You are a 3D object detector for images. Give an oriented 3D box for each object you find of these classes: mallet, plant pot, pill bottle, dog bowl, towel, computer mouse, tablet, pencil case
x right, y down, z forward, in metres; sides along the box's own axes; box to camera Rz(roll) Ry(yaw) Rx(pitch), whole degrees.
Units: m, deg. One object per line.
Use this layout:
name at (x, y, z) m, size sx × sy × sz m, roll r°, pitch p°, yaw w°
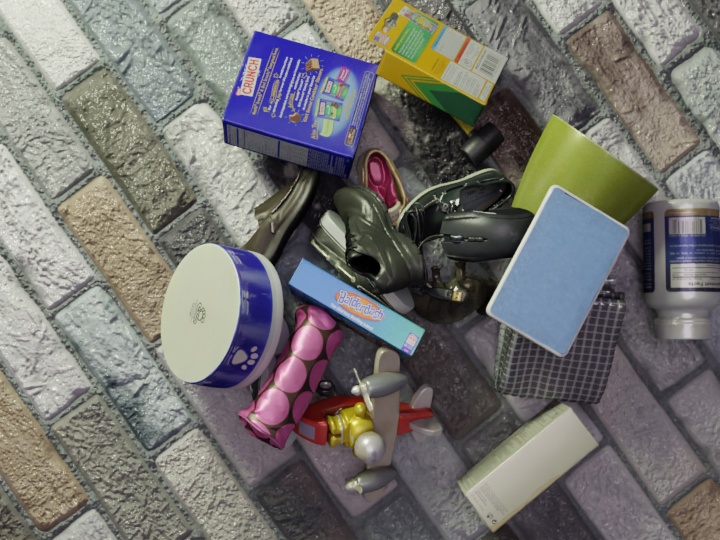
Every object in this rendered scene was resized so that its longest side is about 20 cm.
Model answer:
mallet at (0.144, -0.259, 1.373) m, size 0.065 × 0.041 × 0.201 m, roll -33°, pitch 84°, yaw 0°
plant pot at (0.300, -0.091, 1.308) m, size 0.186 × 0.187 × 0.201 m, roll 34°, pitch 104°, yaw 1°
pill bottle at (0.477, 0.000, 1.324) m, size 0.109 × 0.111 × 0.204 m, roll 0°, pitch 87°, yaw 0°
dog bowl at (-0.201, 0.066, 1.274) m, size 0.078 × 0.199 × 0.203 m, roll 13°, pitch 87°, yaw -43°
towel at (0.285, 0.099, 1.291) m, size 0.163 × 0.086 × 0.202 m, roll 6°, pitch 123°, yaw 2°
computer mouse at (0.154, -0.020, 1.263) m, size 0.197 × 0.046 × 0.143 m, roll 4°, pitch 104°, yaw 11°
tablet at (0.269, 0.001, 1.210) m, size 0.129 × 0.014 × 0.202 m, roll 29°, pitch 87°, yaw -4°
pencil case at (-0.101, 0.151, 1.268) m, size 0.091 × 0.093 × 0.201 m, roll 49°, pitch 60°, yaw -36°

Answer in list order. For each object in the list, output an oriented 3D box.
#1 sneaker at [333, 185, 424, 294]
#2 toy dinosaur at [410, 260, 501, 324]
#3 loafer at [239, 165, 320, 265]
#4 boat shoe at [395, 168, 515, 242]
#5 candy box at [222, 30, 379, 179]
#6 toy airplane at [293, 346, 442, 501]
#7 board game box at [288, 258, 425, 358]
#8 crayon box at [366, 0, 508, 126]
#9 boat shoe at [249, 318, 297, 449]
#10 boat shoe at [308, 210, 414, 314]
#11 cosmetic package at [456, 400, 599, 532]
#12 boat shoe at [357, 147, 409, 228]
sneaker at (0.008, -0.046, 1.271) m, size 0.090 × 0.077 × 0.201 m, roll -22°, pitch 53°, yaw -23°
toy dinosaur at (0.135, 0.038, 1.335) m, size 0.197 × 0.077 × 0.104 m, roll -17°, pitch 94°, yaw 2°
loafer at (-0.128, -0.083, 1.342) m, size 0.071 × 0.073 × 0.202 m, roll 31°, pitch 87°, yaw 2°
boat shoe at (0.146, -0.090, 1.321) m, size 0.197 × 0.066 × 0.075 m, roll -23°, pitch 115°, yaw -20°
candy box at (-0.088, -0.247, 1.324) m, size 0.197 × 0.077 × 0.171 m, roll 17°, pitch 66°, yaw -1°
toy airplane at (0.024, 0.230, 1.293) m, size 0.198 × 0.142 × 0.200 m, roll -37°, pitch 111°, yaw 14°
board game box at (-0.008, 0.060, 1.297) m, size 0.198 × 0.152 × 0.045 m, roll 31°, pitch 82°, yaw 0°
crayon box at (0.110, -0.314, 1.336) m, size 0.198 × 0.052 × 0.126 m, roll 29°, pitch 51°, yaw 0°
boat shoe at (-0.138, 0.165, 1.337) m, size 0.071 × 0.067 × 0.203 m, roll -10°, pitch 91°, yaw -38°
boat shoe at (0.000, 0.000, 1.335) m, size 0.200 × 0.070 × 0.064 m, roll 48°, pitch 110°, yaw 19°
cosmetic package at (0.243, 0.285, 1.314) m, size 0.199 × 0.104 × 0.073 m, roll -38°, pitch 89°, yaw -1°
boat shoe at (0.040, -0.088, 1.345) m, size 0.073 × 0.069 × 0.203 m, roll -19°, pitch 89°, yaw -2°
